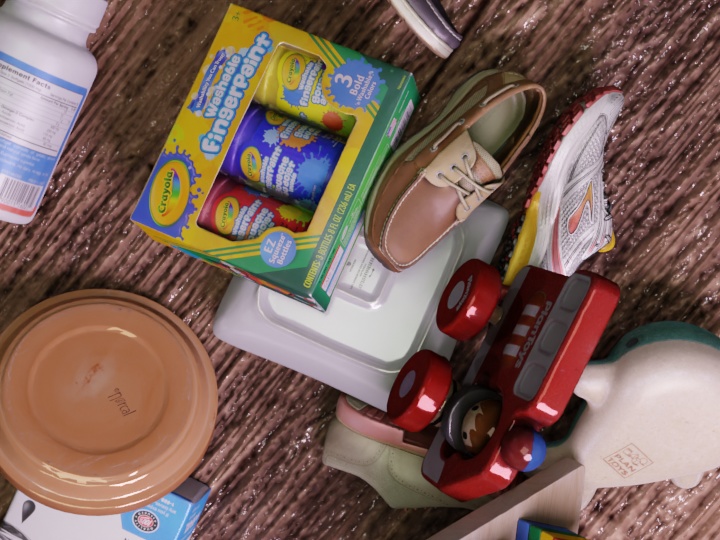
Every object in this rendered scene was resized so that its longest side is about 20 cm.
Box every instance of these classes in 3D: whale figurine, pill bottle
[{"bbox_3d":[0.227,0.120,1.254,0.159,0.104,0.200,39,120,-21],"label":"whale figurine"},{"bbox_3d":[-0.288,-0.150,1.259,0.112,0.112,0.200,25,94,2],"label":"pill bottle"}]

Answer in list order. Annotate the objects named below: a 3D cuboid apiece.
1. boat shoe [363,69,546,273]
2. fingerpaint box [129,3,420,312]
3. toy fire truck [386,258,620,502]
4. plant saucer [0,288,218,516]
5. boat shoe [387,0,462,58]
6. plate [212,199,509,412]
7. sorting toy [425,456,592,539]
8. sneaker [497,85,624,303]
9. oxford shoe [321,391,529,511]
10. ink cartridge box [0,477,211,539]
[{"bbox_3d":[0.079,-0.086,1.217,0.076,0.074,0.200,44,71,-28],"label":"boat shoe"},{"bbox_3d":[-0.068,-0.093,1.231,0.166,0.073,0.200,23,82,13],"label":"fingerpaint box"},{"bbox_3d":[0.115,0.086,1.167,0.112,0.168,0.200,29,87,-16],"label":"toy fire truck"},{"bbox_3d":[-0.218,0.104,1.256,0.200,0.032,0.201,4,62,-8],"label":"plant saucer"},{"bbox_3d":[0.031,-0.271,1.248,0.065,0.072,0.200,-34,85,10],"label":"boat shoe"},{"bbox_3d":[0.000,0.000,1.267,0.199,0.032,0.200,23,84,4],"label":"plate"},{"bbox_3d":[0.122,0.278,1.185,0.069,0.198,0.201,23,121,38],"label":"sorting toy"},{"bbox_3d":[0.178,-0.057,1.254,0.082,0.078,0.201,19,104,-1],"label":"sneaker"},{"bbox_3d":[0.062,0.174,1.282,0.200,0.071,0.074,27,110,8],"label":"oxford shoe"},{"bbox_3d":[-0.238,0.252,1.293,0.146,0.084,0.201,24,94,3],"label":"ink cartridge box"}]
